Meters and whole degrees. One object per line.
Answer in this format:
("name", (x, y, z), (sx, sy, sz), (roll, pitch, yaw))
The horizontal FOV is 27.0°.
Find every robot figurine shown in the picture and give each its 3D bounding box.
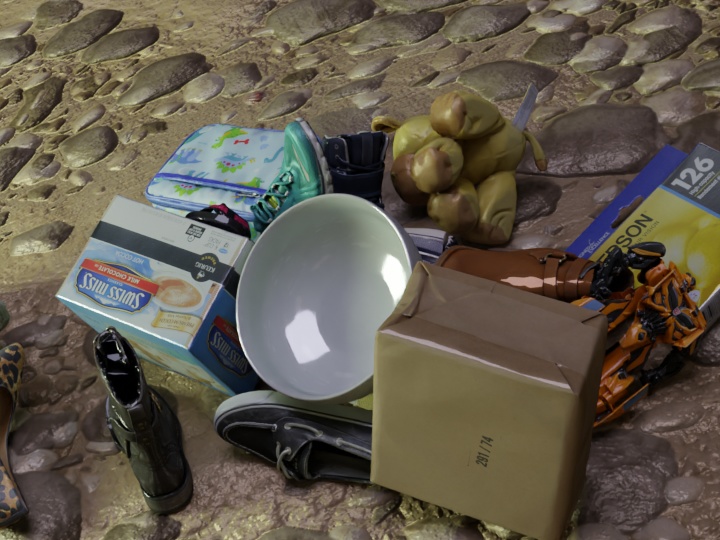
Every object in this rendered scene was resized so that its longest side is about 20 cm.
("robot figurine", (0.240, 0.067, 1.408), (0.199, 0.146, 0.058), (-36, 20, -7))

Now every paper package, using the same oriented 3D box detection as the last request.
("paper package", (0.109, 0.118, 1.314), (0.189, 0.201, 0.104), (16, 44, 15))

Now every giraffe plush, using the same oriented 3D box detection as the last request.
("giraffe plush", (0.094, -0.130, 1.686), (0.161, 0.173, 0.200), (2, 44, 45))

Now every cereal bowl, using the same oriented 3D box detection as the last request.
("cereal bowl", (-0.018, 0.033, 1.441), (0.198, 0.083, 0.202), (-9, 72, 28))

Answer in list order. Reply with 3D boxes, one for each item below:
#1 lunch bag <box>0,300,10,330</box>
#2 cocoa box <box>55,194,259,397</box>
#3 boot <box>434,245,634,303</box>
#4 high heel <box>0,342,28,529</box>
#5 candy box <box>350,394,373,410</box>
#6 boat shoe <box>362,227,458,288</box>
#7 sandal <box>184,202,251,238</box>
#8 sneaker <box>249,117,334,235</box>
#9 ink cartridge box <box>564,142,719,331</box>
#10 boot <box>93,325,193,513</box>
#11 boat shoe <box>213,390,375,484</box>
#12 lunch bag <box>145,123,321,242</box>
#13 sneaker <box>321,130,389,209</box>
("lunch bag", (-0.495, 0.072, 1.646), (0.199, 0.118, 0.164), (20, 50, 41))
("cocoa box", (-0.189, 0.028, 1.565), (0.199, 0.133, 0.132), (18, 71, 34))
("boot", (0.166, 0.021, 1.468), (0.154, 0.078, 0.199), (8, 9, 33))
("high heel", (-0.353, 0.167, 1.519), (0.141, 0.072, 0.201), (6, 60, 32))
("candy box", (0.022, 0.082, 1.520), (0.199, 0.056, 0.115), (17, 46, 33))
("boat shoe", (0.000, 0.000, 1.522), (0.198, 0.075, 0.093), (-1, 32, 13))
("sandal", (-0.151, -0.041, 1.623), (0.075, 0.200, 0.045), (29, 78, -1))
("sneaker", (-0.077, -0.067, 1.611), (0.079, 0.202, 0.078), (-8, 36, -25))
("ink cartridge box", (0.327, -0.042, 1.554), (0.198, 0.047, 0.199), (-45, 50, -13))
("boot", (-0.220, 0.122, 1.456), (0.069, 0.175, 0.200), (-24, 41, -12))
("boat shoe", (-0.055, 0.164, 1.438), (0.198, 0.071, 0.064), (4, 42, 19))
("lunch bag", (-0.142, -0.096, 1.761), (0.198, 0.083, 0.161), (12, 48, 32))
("sneaker", (0.008, -0.068, 1.623), (0.076, 0.147, 0.202), (-5, 33, -32))
